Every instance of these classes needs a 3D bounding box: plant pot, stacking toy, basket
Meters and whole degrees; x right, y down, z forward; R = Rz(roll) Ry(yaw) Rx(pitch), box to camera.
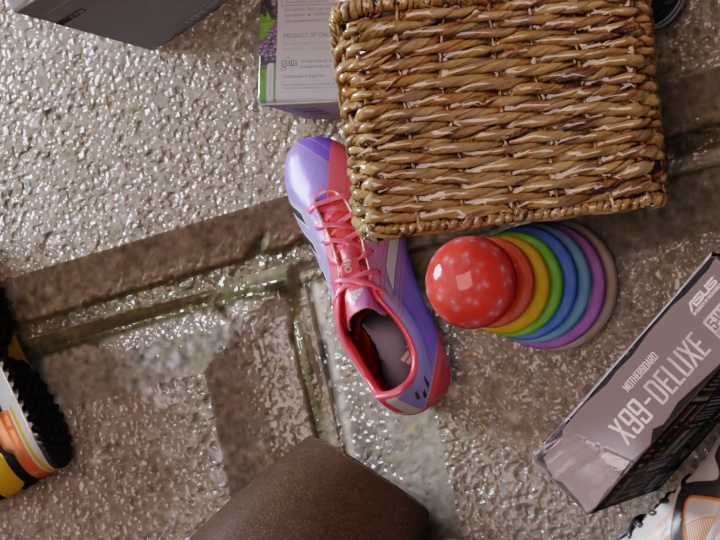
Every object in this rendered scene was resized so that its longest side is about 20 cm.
[{"bbox_3d":[-0.046,0.214,1.586,0.186,0.187,0.201,31,83,20],"label":"plant pot"},{"bbox_3d":[0.094,0.007,1.517,0.085,0.200,0.086,-1,88,20],"label":"stacking toy"},{"bbox_3d":[0.086,-0.103,1.547,0.198,0.143,0.150,-7,93,3],"label":"basket"}]

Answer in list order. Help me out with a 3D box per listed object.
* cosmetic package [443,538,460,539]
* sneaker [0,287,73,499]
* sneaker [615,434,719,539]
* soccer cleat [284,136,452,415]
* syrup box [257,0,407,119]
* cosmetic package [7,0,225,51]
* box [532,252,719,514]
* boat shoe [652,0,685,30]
[{"bbox_3d":[0.070,0.281,1.580,0.101,0.071,0.202,13,92,21],"label":"cosmetic package"},{"bbox_3d":[-0.280,0.066,1.731,0.090,0.070,0.201,-31,78,13],"label":"sneaker"},{"bbox_3d":[0.197,0.163,1.537,0.080,0.074,0.201,27,96,23],"label":"sneaker"},{"bbox_3d":[0.000,0.000,1.622,0.066,0.076,0.201,-27,78,18],"label":"soccer cleat"},{"bbox_3d":[-0.015,-0.205,1.639,0.081,0.079,0.202,-1,86,22],"label":"syrup box"},{"bbox_3d":[-0.157,-0.214,1.633,0.106,0.200,0.091,-32,74,19],"label":"cosmetic package"},{"bbox_3d":[0.191,0.065,1.478,0.050,0.200,0.158,43,102,14],"label":"box"},{"bbox_3d":[0.147,-0.250,1.572,0.070,0.091,0.202,-26,78,18],"label":"boat shoe"}]
